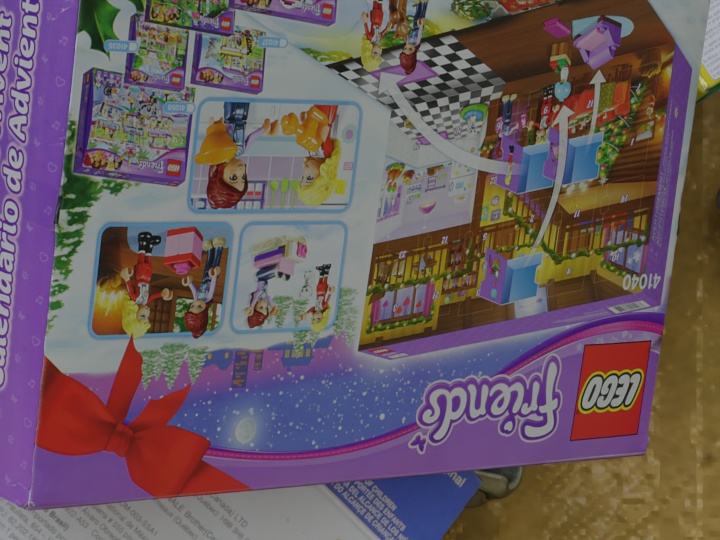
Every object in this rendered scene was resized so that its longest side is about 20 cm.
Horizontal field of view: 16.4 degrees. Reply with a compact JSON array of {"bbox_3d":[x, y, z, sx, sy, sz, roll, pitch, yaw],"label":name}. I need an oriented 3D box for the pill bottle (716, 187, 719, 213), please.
[{"bbox_3d":[0.210,0.016,0.740,0.111,0.111,0.200,-41,86,-5],"label":"pill bottle"}]

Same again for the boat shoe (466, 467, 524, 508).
[{"bbox_3d":[0.000,0.000,0.699,0.068,0.200,0.075,9,60,24],"label":"boat shoe"}]

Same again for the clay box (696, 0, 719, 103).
[{"bbox_3d":[0.070,-0.149,0.760,0.115,0.048,0.200,-31,86,-39],"label":"clay box"}]

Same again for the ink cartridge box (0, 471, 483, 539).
[{"bbox_3d":[-0.071,0.092,0.653,0.200,0.042,0.119,-48,117,-9],"label":"ink cartridge box"}]

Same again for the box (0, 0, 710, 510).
[{"bbox_3d":[-0.001,-0.018,0.613,0.200,0.039,0.137,-1,102,-40],"label":"box"}]
